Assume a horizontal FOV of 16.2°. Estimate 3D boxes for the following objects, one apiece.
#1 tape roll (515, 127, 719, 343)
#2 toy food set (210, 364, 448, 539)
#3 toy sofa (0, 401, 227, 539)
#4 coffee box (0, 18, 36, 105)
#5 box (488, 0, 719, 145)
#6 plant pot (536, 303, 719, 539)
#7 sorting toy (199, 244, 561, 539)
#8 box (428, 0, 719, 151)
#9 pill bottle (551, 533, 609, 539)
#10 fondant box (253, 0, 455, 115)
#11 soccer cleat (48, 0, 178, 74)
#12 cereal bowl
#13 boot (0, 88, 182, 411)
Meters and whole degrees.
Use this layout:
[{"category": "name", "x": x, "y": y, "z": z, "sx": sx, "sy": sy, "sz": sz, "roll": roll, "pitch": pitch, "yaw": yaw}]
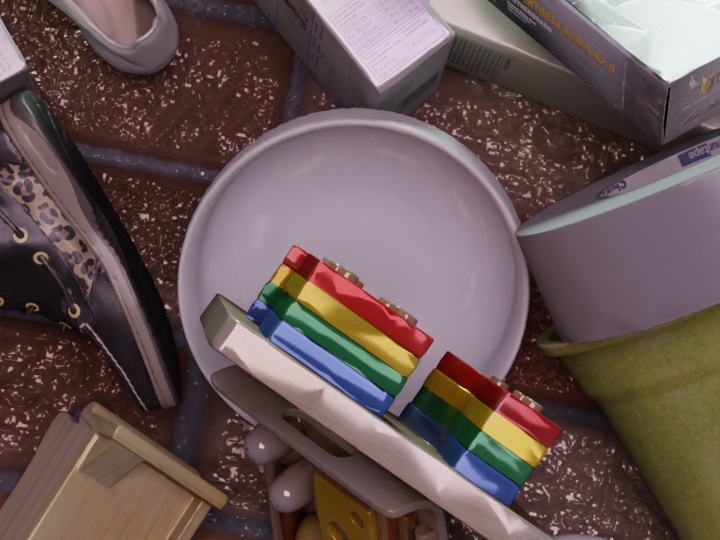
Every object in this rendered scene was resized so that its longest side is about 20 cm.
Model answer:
[{"category": "tape roll", "x": 0.186, "y": -0.031, "z": 1.349, "sx": 0.200, "sy": 0.200, "sz": 0.066, "roll": -25, "pitch": 94, "yaw": -7}, {"category": "toy food set", "x": -0.020, "y": 0.158, "z": 1.356, "sx": 0.060, "sy": 0.200, "sz": 0.143, "roll": -34, "pitch": 49, "yaw": -28}, {"category": "toy sofa", "x": -0.170, "y": 0.180, "z": 1.427, "sx": 0.083, "sy": 0.098, "sz": 0.200, "roll": 36, "pitch": 80, "yaw": -22}, {"category": "coffee box", "x": -0.290, "y": -0.087, "z": 1.437, "sx": 0.200, "sy": 0.114, "sz": 0.080, "roll": -30, "pitch": 84, "yaw": -8}, {"category": "box", "x": 0.189, "y": -0.169, "z": 1.402, "sx": 0.200, "sy": 0.048, "sz": 0.158, "roll": -29, "pitch": 53, "yaw": -24}, {"category": "plant pot", "x": 0.225, "y": 0.084, "z": 1.412, "sx": 0.200, "sy": 0.200, "sz": 0.184, "roll": -23, "pitch": 94, "yaw": -6}, {"category": "sorting toy", "x": 0.019, "y": 0.060, "z": 1.318, "sx": 0.200, "sy": 0.199, "sz": 0.070, "roll": 35, "pitch": 89, "yaw": -6}, {"category": "box", "x": 0.134, "y": -0.131, "z": 1.484, "sx": 0.200, "sy": 0.082, "sz": 0.068, "roll": 22, "pitch": 79, "yaw": -1}, {"category": "pill bottle", "x": 0.110, "y": 0.200, "z": 1.369, "sx": 0.113, "sy": 0.200, "sz": 0.113, "roll": 0, "pitch": 82, "yaw": -3}, {"category": "fondant box", "x": -0.032, "y": -0.178, "z": 1.449, "sx": 0.058, "sy": 0.144, "sz": 0.200, "roll": -38, "pitch": 85, "yaw": -7}, {"category": "soccer cleat", "x": -0.182, "y": -0.194, "z": 1.477, "sx": 0.200, "sy": 0.078, "sz": 0.069, "roll": 43, "pitch": 81, "yaw": 4}, {"category": "cereal bowl", "x": 0.000, "y": 0.000, "z": 1.437, "sx": 0.200, "sy": 0.083, "sz": 0.200, "roll": 2, "pitch": 109, "yaw": 7}, {"category": "boot", "x": -0.202, "y": 0.015, "z": 1.443, "sx": 0.150, "sy": 0.073, "sz": 0.200, "roll": -26, "pitch": 107, "yaw": 5}]
